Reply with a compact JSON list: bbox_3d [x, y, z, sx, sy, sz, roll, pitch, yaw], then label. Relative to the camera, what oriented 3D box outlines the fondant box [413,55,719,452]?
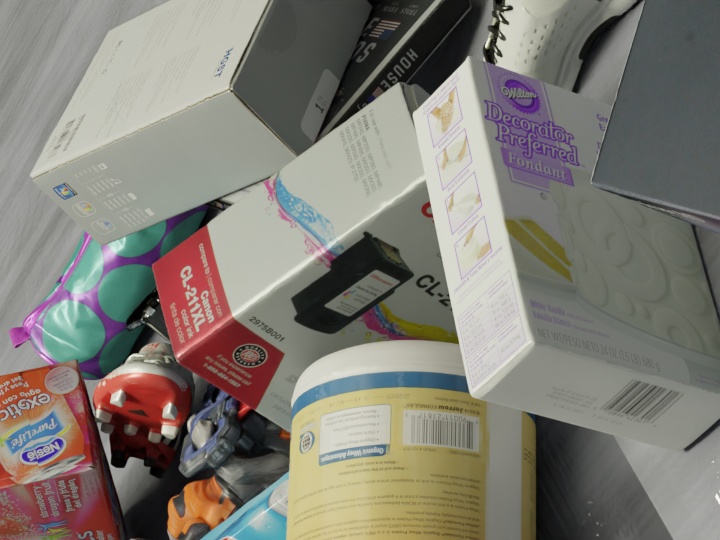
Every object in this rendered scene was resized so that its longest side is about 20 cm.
[{"bbox_3d":[0.116,-0.010,1.382,0.058,0.144,0.200,-47,40,37],"label":"fondant box"}]

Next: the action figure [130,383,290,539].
[{"bbox_3d":[-0.081,0.140,1.711,0.194,0.105,0.200,-54,8,18],"label":"action figure"}]

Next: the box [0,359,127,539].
[{"bbox_3d":[-0.223,0.166,1.790,0.200,0.095,0.100,82,174,-51],"label":"box"}]

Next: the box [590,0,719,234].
[{"bbox_3d":[0.247,-0.053,1.143,0.200,0.198,0.123,20,93,59],"label":"box"}]

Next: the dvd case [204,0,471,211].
[{"bbox_3d":[-0.028,-0.117,1.692,0.200,0.025,0.150,-50,27,-11],"label":"dvd case"}]

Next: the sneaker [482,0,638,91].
[{"bbox_3d":[0.103,-0.151,1.536,0.200,0.080,0.074,-59,36,26],"label":"sneaker"}]

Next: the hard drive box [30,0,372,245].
[{"bbox_3d":[-0.108,-0.120,1.696,0.200,0.077,0.156,-20,36,41],"label":"hard drive box"}]

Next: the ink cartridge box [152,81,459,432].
[{"bbox_3d":[0.000,0.000,1.510,0.200,0.146,0.083,-36,45,20],"label":"ink cartridge box"}]

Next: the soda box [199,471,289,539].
[{"bbox_3d":[-0.070,0.190,1.586,0.200,0.064,0.068,-39,6,19],"label":"soda box"}]

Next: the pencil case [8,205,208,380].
[{"bbox_3d":[-0.184,-0.015,1.913,0.200,0.092,0.085,-62,33,20],"label":"pencil case"}]

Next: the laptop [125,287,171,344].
[{"bbox_3d":[-0.059,0.002,1.716,0.177,0.103,0.200,-48,5,-10],"label":"laptop"}]

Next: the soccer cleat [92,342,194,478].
[{"bbox_3d":[-0.148,0.084,1.780,0.200,0.069,0.085,101,-178,-70],"label":"soccer cleat"}]

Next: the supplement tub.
[{"bbox_3d":[0.029,0.155,1.444,0.145,0.145,0.200,-28,52,50],"label":"supplement tub"}]
